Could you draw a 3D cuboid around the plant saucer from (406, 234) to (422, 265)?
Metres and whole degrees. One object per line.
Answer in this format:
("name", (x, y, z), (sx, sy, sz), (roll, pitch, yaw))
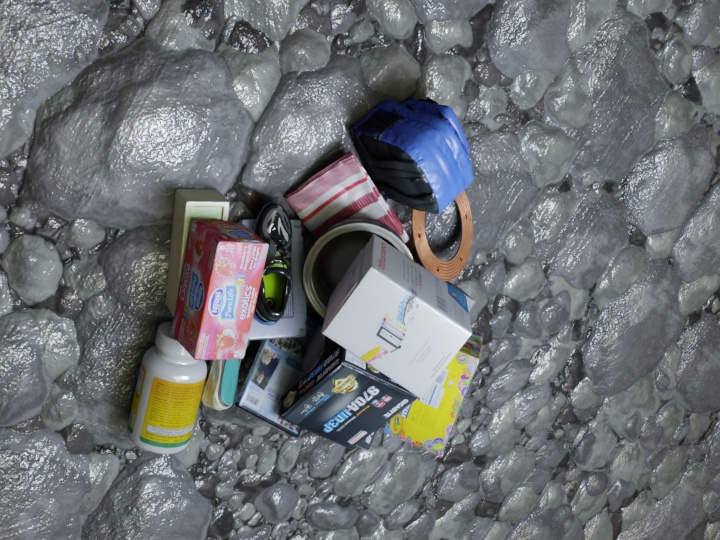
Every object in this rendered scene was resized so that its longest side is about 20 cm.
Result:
("plant saucer", (0.046, 0.020, 1.759), (0.197, 0.037, 0.204), (-11, 116, -24))

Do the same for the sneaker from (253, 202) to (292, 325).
("sneaker", (-0.137, -0.012, 1.545), (0.070, 0.082, 0.204), (7, 81, -26))

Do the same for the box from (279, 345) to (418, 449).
("box", (-0.021, 0.215, 1.584), (0.157, 0.047, 0.200), (28, 132, -24))

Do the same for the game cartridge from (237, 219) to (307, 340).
("game cartridge", (-0.158, 0.015, 1.597), (0.131, 0.041, 0.204), (0, 86, -32))

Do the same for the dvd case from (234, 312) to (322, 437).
("dvd case", (-0.124, 0.172, 1.646), (0.142, 0.017, 0.203), (34, 71, -33))

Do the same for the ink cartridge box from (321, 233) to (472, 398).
("ink cartridge box", (0.058, 0.072, 1.526), (0.198, 0.148, 0.145), (33, 110, -10))

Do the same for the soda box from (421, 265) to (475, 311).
("soda box", (0.120, 0.036, 1.747), (0.198, 0.063, 0.069), (30, 97, -35))

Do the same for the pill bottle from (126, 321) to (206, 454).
("pill bottle", (-0.322, 0.196, 1.587), (0.111, 0.113, 0.203), (6, 109, -31))

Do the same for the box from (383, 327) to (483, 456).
("box", (0.142, 0.209, 1.785), (0.120, 0.193, 0.203), (21, 103, 6))

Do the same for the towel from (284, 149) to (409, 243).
("towel", (-0.020, -0.090, 1.638), (0.143, 0.023, 0.201), (-33, 114, 8))

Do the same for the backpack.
("backpack", (0.101, -0.203, 1.586), (0.168, 0.199, 0.163), (-43, 125, -10))

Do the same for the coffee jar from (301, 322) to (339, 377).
("coffee jar", (0.005, 0.168, 1.630), (0.197, 0.086, 0.105), (19, 135, -18))

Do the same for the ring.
("ring", (0.148, -0.083, 1.728), (0.199, 0.019, 0.205), (4, 84, -50))

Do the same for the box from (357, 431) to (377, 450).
("box", (-0.004, 0.215, 1.743), (0.160, 0.043, 0.203), (34, 77, -44))

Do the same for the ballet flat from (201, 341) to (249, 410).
("ballet flat", (-0.235, 0.141, 1.623), (0.067, 0.061, 0.203), (38, 56, -45))

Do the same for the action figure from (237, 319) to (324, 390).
("action figure", (-0.135, 0.168, 1.710), (0.192, 0.104, 0.203), (31, 74, -43))

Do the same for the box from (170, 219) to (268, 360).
("box", (-0.226, 0.031, 1.492), (0.094, 0.099, 0.204), (1, 111, -37))

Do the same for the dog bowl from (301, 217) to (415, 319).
("dog bowl", (0.000, 0.000, 1.619), (0.196, 0.074, 0.204), (1, 112, 2))

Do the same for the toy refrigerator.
("toy refrigerator", (-0.269, -0.026, 1.542), (0.075, 0.070, 0.204), (-1, 113, -29))
